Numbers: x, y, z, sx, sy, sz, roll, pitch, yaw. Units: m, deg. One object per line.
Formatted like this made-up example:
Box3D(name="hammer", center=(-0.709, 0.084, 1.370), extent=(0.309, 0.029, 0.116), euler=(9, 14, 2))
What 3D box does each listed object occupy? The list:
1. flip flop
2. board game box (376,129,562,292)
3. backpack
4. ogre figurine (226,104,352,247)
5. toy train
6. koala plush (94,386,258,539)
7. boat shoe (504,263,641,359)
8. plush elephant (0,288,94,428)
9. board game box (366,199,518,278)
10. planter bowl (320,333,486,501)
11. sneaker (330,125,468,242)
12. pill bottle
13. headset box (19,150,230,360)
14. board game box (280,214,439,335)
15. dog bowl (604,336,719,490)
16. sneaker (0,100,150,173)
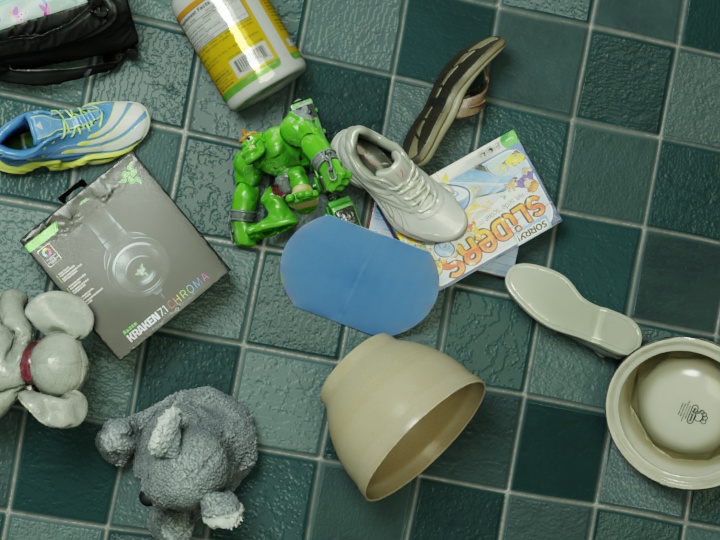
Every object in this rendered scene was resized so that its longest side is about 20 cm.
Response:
Box3D(name="flip flop", center=(0.125, -0.213, 1.523), extent=(0.057, 0.081, 0.200), euler=(32, 85, -24))
Box3D(name="board game box", center=(0.139, -0.073, 1.518), extent=(0.200, 0.034, 0.136), euler=(-30, 93, -7))
Box3D(name="backpack", center=(-0.376, -0.305, 1.415), extent=(0.199, 0.167, 0.127), euler=(-15, 72, -6))
Box3D(name="ogre figurine", center=(-0.099, -0.116, 1.451), extent=(0.098, 0.200, 0.120), euler=(-6, 70, -27))
Box3D(name="toy train", center=(-0.043, -0.124, 1.500), extent=(0.042, 0.056, 0.201), euler=(-21, 92, -9))
Box3D(name="koala plush", center=(-0.201, 0.224, 1.396), extent=(0.184, 0.200, 0.178), euler=(-33, 93, -8))
Box3D(name="boat shoe", center=(0.266, 0.058, 1.539), extent=(0.200, 0.062, 0.073), euler=(27, 70, -9))
Box3D(name="plush elephant", center=(-0.378, 0.106, 1.374), extent=(0.154, 0.200, 0.165), euler=(12, 79, -4))
Box3D(name="board game box", center=(0.111, -0.060, 1.541), extent=(0.199, 0.019, 0.103), euler=(13, 88, -8))
Box3D(name="planter bowl", center=(0.037, 0.163, 1.453), extent=(0.200, 0.200, 0.135), euler=(-42, 68, -7))
Box3D(name="sneaker", center=(0.048, -0.102, 1.437), extent=(0.200, 0.099, 0.078), euler=(35, 82, -3))
Box3D(name="pill bottle", center=(-0.161, -0.307, 1.459), extent=(0.111, 0.111, 0.200), euler=(-31, 93, -8))
Box3D(name="headset box", center=(-0.287, -0.022, 1.442), extent=(0.174, 0.093, 0.200), euler=(-39, 94, -8))
Box3D(name="board game box", center=(0.000, 0.000, 1.489), extent=(0.199, 0.039, 0.158), euler=(20, 129, -5))
Box3D(name="dog bowl", center=(0.418, 0.173, 1.517), extent=(0.200, 0.074, 0.201), euler=(5, 102, 23))
Box3D(name="sneaker", center=(-0.350, -0.161, 1.429), extent=(0.199, 0.105, 0.076), euler=(-18, 92, -8))
